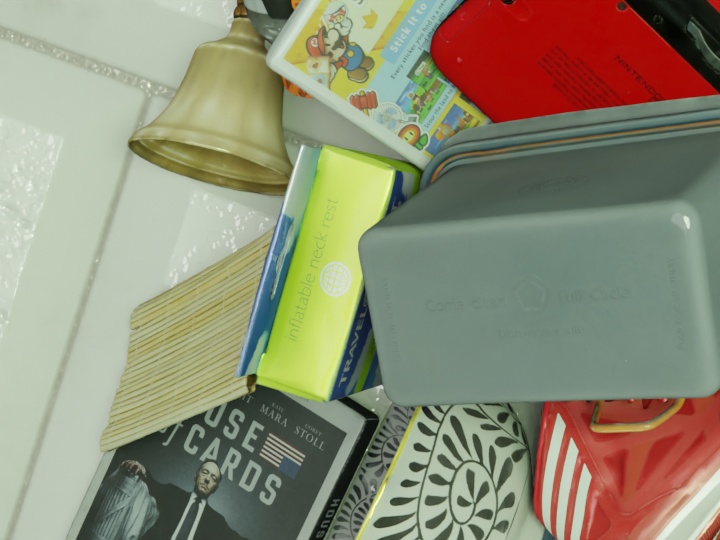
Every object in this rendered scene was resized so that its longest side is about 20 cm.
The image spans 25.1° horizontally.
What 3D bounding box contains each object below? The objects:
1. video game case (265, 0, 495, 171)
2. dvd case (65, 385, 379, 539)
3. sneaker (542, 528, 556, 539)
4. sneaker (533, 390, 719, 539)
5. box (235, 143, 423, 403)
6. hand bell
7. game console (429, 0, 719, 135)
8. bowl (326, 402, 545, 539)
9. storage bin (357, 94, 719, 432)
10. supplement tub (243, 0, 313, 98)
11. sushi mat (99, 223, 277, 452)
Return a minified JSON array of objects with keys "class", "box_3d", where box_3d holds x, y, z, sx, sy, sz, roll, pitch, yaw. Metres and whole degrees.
[{"class":"video game case","box_3d":[0.080,-0.139,0.815,0.181,0.023,0.201,32,101,-16]},{"class":"dvd case","box_3d":[-0.092,0.141,0.963,0.149,0.025,0.202,29,99,25]},{"class":"sneaker","box_3d":[0.127,0.162,0.892,0.078,0.075,0.201,27,104,4]},{"class":"sneaker","box_3d":[0.159,0.062,0.804,0.115,0.078,0.201,37,85,23]},{"class":"box","box_3d":[0.000,0.000,0.854,0.047,0.200,0.123,17,95,14]},{"class":"hand bell","box_3d":[-0.061,-0.155,0.947,0.103,0.104,0.202,11,80,16]},{"class":"game console","box_3d":[0.166,-0.117,0.799,0.200,0.119,0.172,41,133,-10]},{"class":"bowl","box_3d":[0.040,0.141,0.859,0.093,0.201,0.202,27,98,-1]},{"class":"storage bin","box_3d":[0.099,0.010,0.731,0.198,0.134,0.147,-4,103,30]},{"class":"supplement tub","box_3d":[-0.013,-0.201,0.858,0.121,0.123,0.202,-3,114,17]},{"class":"sushi mat","box_3d":[-0.096,0.041,0.901,0.199,0.012,0.097,-26,49,56]}]
